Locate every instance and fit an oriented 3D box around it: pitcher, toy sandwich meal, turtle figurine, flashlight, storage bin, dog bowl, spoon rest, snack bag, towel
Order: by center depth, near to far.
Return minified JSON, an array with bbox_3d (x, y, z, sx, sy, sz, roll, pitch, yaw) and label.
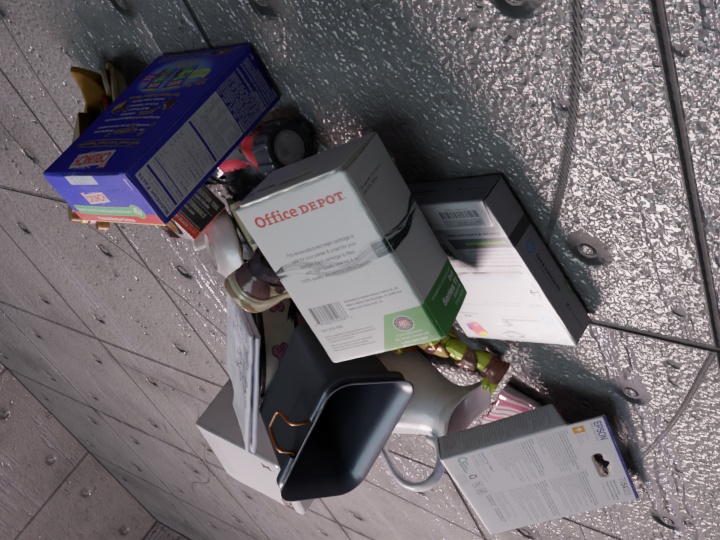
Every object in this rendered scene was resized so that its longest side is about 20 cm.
[{"bbox_3d":[-0.127,-0.127,1.035,0.068,0.068,0.200,5,175,-34],"label":"flashlight"},{"bbox_3d":[0.092,0.085,1.088,0.161,0.065,0.200,28,165,-3],"label":"turtle figurine"},{"bbox_3d":[-0.322,-0.153,1.110,0.070,0.206,0.205,-3,160,-19],"label":"toy sandwich meal"},{"bbox_3d":[-0.053,0.164,1.116,0.134,0.145,0.200,54,130,41],"label":"storage bin"},{"bbox_3d":[0.045,0.179,1.185,0.200,0.172,0.121,21,154,27],"label":"pitcher"},{"bbox_3d":[-0.177,-0.039,1.189,0.200,0.060,0.100,-156,49,-66],"label":"spoon rest"},{"bbox_3d":[0.225,0.231,1.207,0.146,0.030,0.200,32,152,10],"label":"towel"},{"bbox_3d":[-0.163,0.110,1.222,0.200,0.021,0.189,-119,29,-55],"label":"snack bag"},{"bbox_3d":[-0.120,0.082,1.237,0.074,0.201,0.200,-4,158,-16],"label":"dog bowl"}]

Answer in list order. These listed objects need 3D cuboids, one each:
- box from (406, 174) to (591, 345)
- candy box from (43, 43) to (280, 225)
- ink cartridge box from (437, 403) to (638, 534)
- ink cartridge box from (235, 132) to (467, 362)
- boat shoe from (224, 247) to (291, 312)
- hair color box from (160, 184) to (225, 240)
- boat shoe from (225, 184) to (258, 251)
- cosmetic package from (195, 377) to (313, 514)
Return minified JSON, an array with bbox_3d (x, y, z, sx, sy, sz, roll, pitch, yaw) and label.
[{"bbox_3d":[0.126,-0.007,0.943,0.156,0.041,0.200,0,134,51],"label":"box"},{"bbox_3d":[-0.207,-0.141,0.953,0.169,0.200,0.077,7,141,45],"label":"candy box"},{"bbox_3d":[0.220,0.242,1.120,0.200,0.043,0.197,-19,132,13],"label":"ink cartridge box"},{"bbox_3d":[-0.007,-0.019,0.911,0.146,0.083,0.200,-15,117,35],"label":"ink cartridge box"},{"bbox_3d":[-0.080,-0.010,1.053,0.065,0.200,0.072,-41,84,29],"label":"boat shoe"},{"bbox_3d":[-0.244,-0.095,1.167,0.102,0.061,0.200,46,168,-15],"label":"hair color box"},{"bbox_3d":[-0.120,-0.071,1.104,0.075,0.066,0.199,62,172,-2],"label":"boat shoe"},{"bbox_3d":[-0.116,0.233,1.427,0.165,0.200,0.165,21,148,29],"label":"cosmetic package"}]
